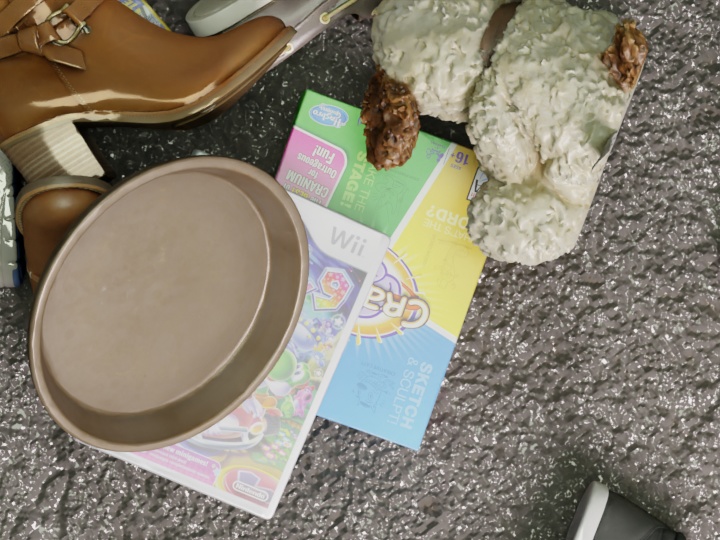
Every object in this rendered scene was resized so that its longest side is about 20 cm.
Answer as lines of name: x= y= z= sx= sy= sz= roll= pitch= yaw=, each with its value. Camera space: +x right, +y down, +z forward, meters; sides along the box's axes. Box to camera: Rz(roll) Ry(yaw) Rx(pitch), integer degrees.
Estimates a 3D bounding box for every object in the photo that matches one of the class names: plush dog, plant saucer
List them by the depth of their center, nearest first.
plant saucer: x=-0.120 y=0.018 z=1.614 sx=0.199 sy=0.029 sz=0.201 roll=-20 pitch=127 yaw=-29
plush dog: x=0.088 y=-0.129 z=1.670 sx=0.171 sy=0.161 sz=0.201 roll=21 pitch=62 yaw=5

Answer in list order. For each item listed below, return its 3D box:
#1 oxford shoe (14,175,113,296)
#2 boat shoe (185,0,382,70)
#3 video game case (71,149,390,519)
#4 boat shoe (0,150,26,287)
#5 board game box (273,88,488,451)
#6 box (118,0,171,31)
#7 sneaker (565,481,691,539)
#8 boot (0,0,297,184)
oxford shoe: x=-0.175 y=0.005 z=1.642 sx=0.071 sy=0.200 sz=0.072 roll=-4 pitch=62 yaw=-2
boat shoe: x=-0.016 y=-0.188 z=1.726 sx=0.199 sy=0.072 sz=0.060 roll=-30 pitch=111 yaw=-9
video game case: x=-0.082 y=0.042 z=1.692 sx=0.143 sy=0.018 sz=0.201 roll=24 pitch=88 yaw=-15
boat shoe: x=-0.258 y=-0.088 z=1.704 sx=0.072 sy=0.072 sz=0.201 roll=-3 pitch=91 yaw=-3
board game box: x=0.000 y=0.000 z=1.741 sx=0.152 sy=0.040 sz=0.201 roll=19 pitch=89 yaw=-5
box: x=-0.198 y=-0.194 z=1.708 sx=0.064 sy=0.070 sz=0.200 roll=-42 pitch=93 yaw=-1
sneaker: x=0.164 y=0.250 z=1.740 sx=0.099 sy=0.071 sz=0.201 roll=20 pitch=85 yaw=0
boot: x=-0.155 y=-0.149 z=1.648 sx=0.200 sy=0.077 sz=0.156 roll=-31 pitch=88 yaw=2
